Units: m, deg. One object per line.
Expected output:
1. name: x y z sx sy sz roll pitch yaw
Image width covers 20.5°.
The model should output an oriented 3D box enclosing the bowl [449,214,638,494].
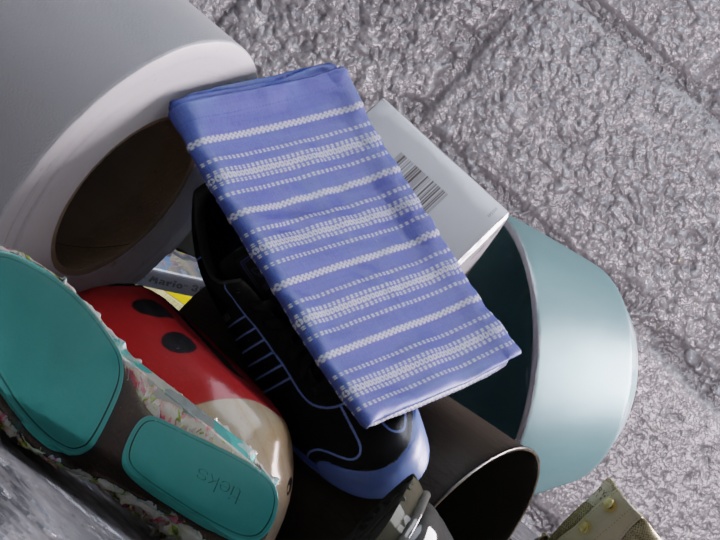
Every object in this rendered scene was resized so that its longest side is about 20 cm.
1. bowl: 0.104 0.061 1.278 0.105 0.202 0.201 6 17 -26

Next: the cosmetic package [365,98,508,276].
1. cosmetic package: 0.000 0.000 1.211 0.108 0.085 0.200 42 -32 8

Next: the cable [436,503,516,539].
1. cable: 0.028 0.148 1.214 0.200 0.097 0.050 52 45 -5

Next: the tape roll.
1. tape roll: -0.173 -0.083 1.082 0.139 0.203 0.203 41 1 19

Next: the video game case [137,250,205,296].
1. video game case: -0.154 -0.035 1.378 0.199 0.018 0.143 12 31 -18

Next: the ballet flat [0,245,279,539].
1. ballet flat: -0.120 0.067 0.888 0.200 0.076 0.064 46 -32 -24

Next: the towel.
1. towel: -0.006 -0.020 1.054 0.145 0.024 0.200 -18 72 -51

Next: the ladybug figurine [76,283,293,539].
1. ladybug figurine: -0.100 0.068 1.033 0.200 0.072 0.136 42 1 40

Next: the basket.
1. basket: -0.021 0.099 1.138 0.200 0.136 0.180 36 14 21

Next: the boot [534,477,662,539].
1. boot: 0.105 0.188 1.295 0.200 0.156 0.073 41 1 -2

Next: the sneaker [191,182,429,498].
1. sneaker: -0.035 0.033 1.052 0.200 0.070 0.078 51 -11 34

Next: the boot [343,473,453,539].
1. boot: 0.074 0.185 0.932 0.200 0.073 0.182 46 3 6

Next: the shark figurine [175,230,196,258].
1. shark figurine: -0.118 -0.088 1.226 0.089 0.128 0.215 1 70 -57

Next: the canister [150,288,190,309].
1. canister: -0.148 0.011 1.505 0.200 0.087 0.149 38 4 -46
